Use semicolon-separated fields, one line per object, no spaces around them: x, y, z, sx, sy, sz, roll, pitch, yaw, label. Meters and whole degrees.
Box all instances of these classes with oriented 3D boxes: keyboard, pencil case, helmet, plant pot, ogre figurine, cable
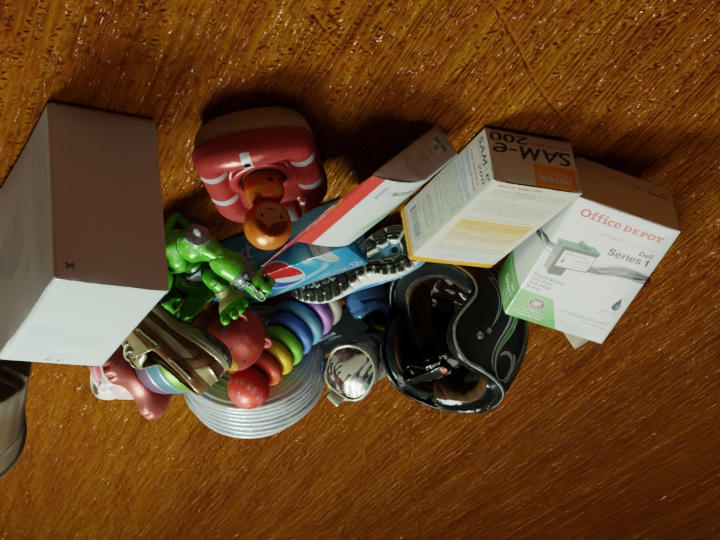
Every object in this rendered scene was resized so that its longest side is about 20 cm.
-0.034;0.099;1.907;0.200;0.021;0.127;-27;144;35;keyboard
0.010;0.126;1.773;0.089;0.078;0.200;-44;173;18;pencil case
0.128;0.072;1.689;0.199;0.191;0.200;8;148;5;helmet
-0.528;0.164;1.692;0.200;0.201;0.198;3;145;-25;plant pot
-0.205;0.001;1.509;0.120;0.098;0.200;51;159;-28;ogre figurine
-0.144;0.135;1.732;0.199;0.200;0.069;-20;134;-18;cable

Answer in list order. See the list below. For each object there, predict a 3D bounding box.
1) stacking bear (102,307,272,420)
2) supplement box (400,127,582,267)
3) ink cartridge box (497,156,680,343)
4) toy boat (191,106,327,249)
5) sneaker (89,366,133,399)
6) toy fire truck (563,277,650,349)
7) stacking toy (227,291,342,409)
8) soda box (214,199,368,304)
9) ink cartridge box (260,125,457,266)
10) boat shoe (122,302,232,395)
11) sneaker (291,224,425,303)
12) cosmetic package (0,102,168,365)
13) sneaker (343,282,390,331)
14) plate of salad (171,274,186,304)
-0.209;0.101;1.619;0.199;0.114;0.122;-17;126;30;stacking bear
0.152;-0.082;1.517;0.126;0.074;0.200;6;151;-29;supplement box
0.279;-0.023;1.567;0.146;0.084;0.200;17;128;-13;ink cartridge box
-0.104;-0.084;1.358;0.130;0.131;0.200;-11;155;4;toy boat
-0.325;0.140;1.824;0.104;0.076;0.200;2;157;-34;sneaker
0.316;0.026;1.770;0.175;0.129;0.200;-15;166;12;toy fire truck
-0.108;0.100;1.664;0.085;0.200;0.086;24;142;20;stacking toy
-0.095;-0.018;1.577;0.199;0.068;0.064;-19;154;21;soda box
0.001;-0.067;1.404;0.200;0.050;0.161;-42;-177;-43;ink cartridge box
-0.251;0.081;1.514;0.200;0.074;0.076;28;160;15;boat shoe
0.000;0.000;1.641;0.199;0.079;0.090;-12;168;22;sneaker
-0.294;-0.032;1.322;0.123;0.200;0.200;6;152;-29;cosmetic package
0.044;0.061;1.785;0.066;0.079;0.200;-26;152;28;sneaker
-0.298;0.027;1.629;0.199;0.048;0.200;-8;155;-4;plate of salad
